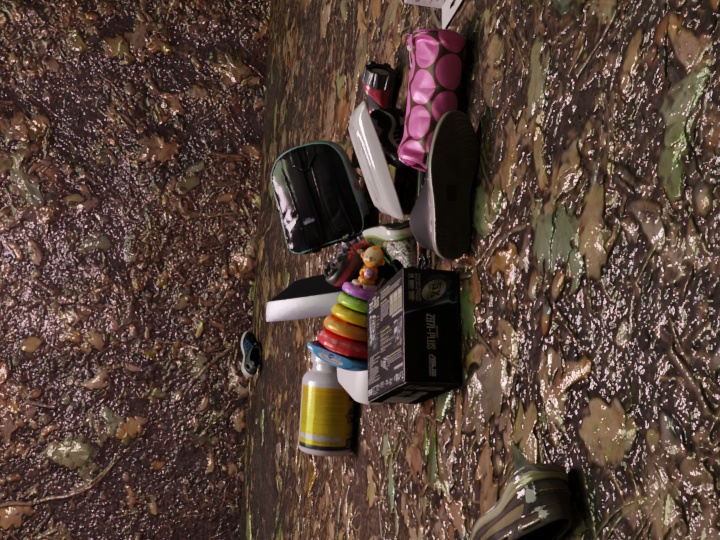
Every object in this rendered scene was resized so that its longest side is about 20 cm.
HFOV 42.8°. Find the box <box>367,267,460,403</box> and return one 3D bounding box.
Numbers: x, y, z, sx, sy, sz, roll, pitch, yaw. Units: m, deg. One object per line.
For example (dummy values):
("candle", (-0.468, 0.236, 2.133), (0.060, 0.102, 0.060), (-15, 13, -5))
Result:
("box", (0.074, 0.102, 1.362), (0.200, 0.085, 0.167), (132, 139, -68))

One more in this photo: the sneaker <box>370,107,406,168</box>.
("sneaker", (0.062, -0.212, 1.564), (0.201, 0.072, 0.081), (-103, 7, -61))

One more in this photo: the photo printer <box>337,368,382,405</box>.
("photo printer", (0.010, 0.146, 1.651), (0.200, 0.068, 0.170), (-151, 65, -75))

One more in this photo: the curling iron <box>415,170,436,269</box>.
("curling iron", (0.100, -0.072, 1.431), (0.049, 0.025, 0.204), (152, 122, -64))

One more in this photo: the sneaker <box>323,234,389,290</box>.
("sneaker", (0.000, 0.000, 1.597), (0.071, 0.098, 0.200), (-45, -3, 19))

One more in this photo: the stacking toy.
("stacking toy", (-0.001, 0.057, 1.503), (0.109, 0.115, 0.203), (2, -74, -66))

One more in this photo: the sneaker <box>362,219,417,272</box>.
("sneaker", (0.053, -0.034, 1.539), (0.200, 0.075, 0.090), (176, 84, -80))

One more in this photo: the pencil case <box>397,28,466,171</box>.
("pencil case", (0.100, -0.246, 1.337), (0.091, 0.092, 0.204), (-11, -71, -73))

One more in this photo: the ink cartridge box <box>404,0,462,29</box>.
("ink cartridge box", (0.112, -0.487, 1.400), (0.116, 0.067, 0.204), (130, 141, -68))

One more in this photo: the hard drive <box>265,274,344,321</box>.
("hard drive", (-0.075, 0.046, 1.719), (0.135, 0.197, 0.043), (-40, -65, -51))

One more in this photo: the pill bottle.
("pill bottle", (-0.065, 0.263, 1.844), (0.112, 0.110, 0.204), (-172, 85, -76))

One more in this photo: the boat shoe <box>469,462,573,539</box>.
("boat shoe", (0.166, 0.285, 0.966), (0.074, 0.073, 0.202), (-101, 19, -46))

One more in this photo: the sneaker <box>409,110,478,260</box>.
("sneaker", (0.107, -0.122, 1.290), (0.106, 0.073, 0.204), (-159, 72, -67))

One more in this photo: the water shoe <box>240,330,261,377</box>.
("water shoe", (-0.377, 0.286, 3.258), (0.079, 0.071, 0.202), (-42, 37, 30))

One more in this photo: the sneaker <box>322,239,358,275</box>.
("sneaker", (-0.033, -0.006, 1.835), (0.076, 0.086, 0.203), (113, 158, -57))

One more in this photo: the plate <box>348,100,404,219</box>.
("plate", (0.020, -0.182, 1.567), (0.200, 0.032, 0.203), (-133, 23, -82))

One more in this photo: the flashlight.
("flashlight", (0.021, -0.286, 1.724), (0.068, 0.067, 0.203), (-107, 26, -53))

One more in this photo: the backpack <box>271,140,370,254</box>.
("backpack", (-0.081, -0.155, 1.806), (0.154, 0.173, 0.203), (-62, -47, -70))
